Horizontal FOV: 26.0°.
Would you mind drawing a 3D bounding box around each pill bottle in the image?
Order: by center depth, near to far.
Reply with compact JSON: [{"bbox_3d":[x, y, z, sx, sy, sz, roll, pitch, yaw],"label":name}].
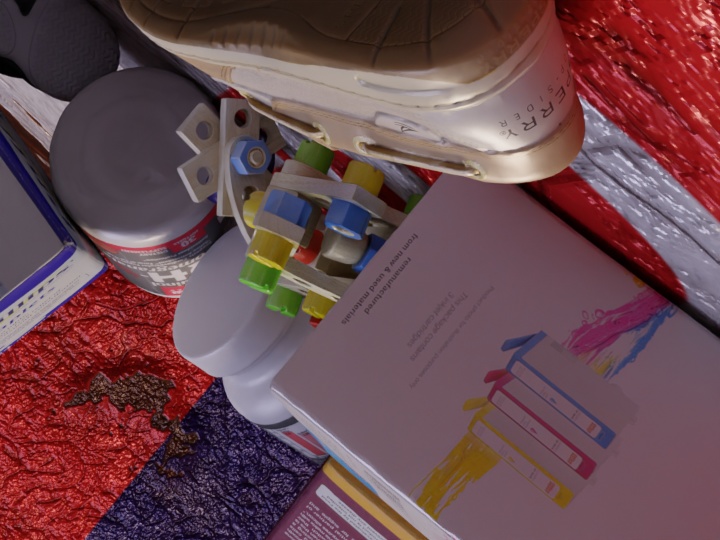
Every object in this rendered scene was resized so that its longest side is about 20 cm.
[{"bbox_3d":[-0.015,0.061,0.981,0.199,0.117,0.116,36,175,-33],"label":"pill bottle"},{"bbox_3d":[-0.125,-0.046,1.016,0.110,0.111,0.200,38,172,13],"label":"pill bottle"}]

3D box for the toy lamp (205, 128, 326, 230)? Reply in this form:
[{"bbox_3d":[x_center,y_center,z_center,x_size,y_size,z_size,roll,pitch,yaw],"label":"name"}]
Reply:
[{"bbox_3d":[0.000,0.000,0.879,0.199,0.058,0.058,38,172,15],"label":"toy lamp"}]

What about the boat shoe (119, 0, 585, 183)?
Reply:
[{"bbox_3d":[-0.008,-0.069,0.487,0.199,0.074,0.069,29,161,51],"label":"boat shoe"}]

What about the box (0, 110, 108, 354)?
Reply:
[{"bbox_3d":[-0.250,-0.050,0.934,0.185,0.104,0.200,54,176,0],"label":"box"}]

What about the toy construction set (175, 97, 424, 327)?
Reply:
[{"bbox_3d":[-0.029,-0.019,0.780,0.130,0.093,0.200,27,-175,-28],"label":"toy construction set"}]

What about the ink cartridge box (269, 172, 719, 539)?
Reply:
[{"bbox_3d":[0.084,0.074,0.639,0.199,0.126,0.129,38,172,16],"label":"ink cartridge box"}]

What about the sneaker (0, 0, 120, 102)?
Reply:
[{"bbox_3d":[-0.244,-0.179,0.969,0.200,0.076,0.114,41,170,-23],"label":"sneaker"}]

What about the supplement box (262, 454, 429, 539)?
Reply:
[{"bbox_3d":[0.014,0.154,0.897,0.110,0.086,0.200,39,144,3],"label":"supplement box"}]
